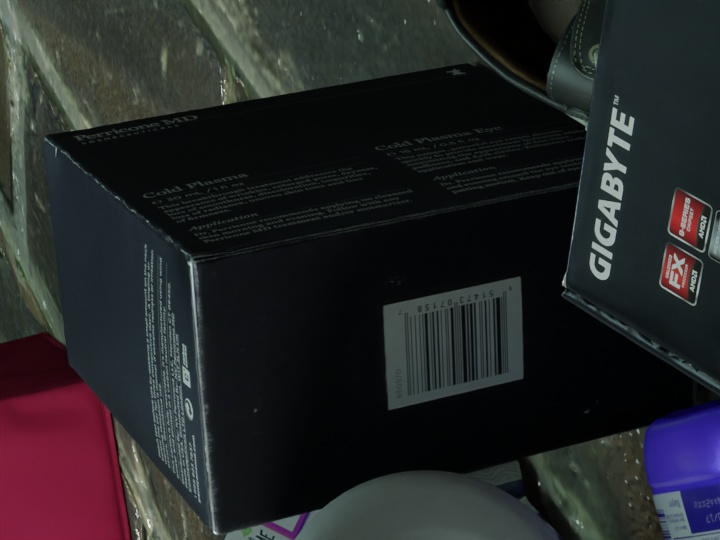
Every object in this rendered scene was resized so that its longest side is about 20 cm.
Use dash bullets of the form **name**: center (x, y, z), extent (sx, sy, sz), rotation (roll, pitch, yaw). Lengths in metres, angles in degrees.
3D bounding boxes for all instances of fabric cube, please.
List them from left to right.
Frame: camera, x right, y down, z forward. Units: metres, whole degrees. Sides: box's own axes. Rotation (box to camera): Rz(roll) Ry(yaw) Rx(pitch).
- **fabric cube**: center (-0.318, 0.182, 1.643), extent (0.200, 0.198, 0.198), rotation (-161, 62, -65)

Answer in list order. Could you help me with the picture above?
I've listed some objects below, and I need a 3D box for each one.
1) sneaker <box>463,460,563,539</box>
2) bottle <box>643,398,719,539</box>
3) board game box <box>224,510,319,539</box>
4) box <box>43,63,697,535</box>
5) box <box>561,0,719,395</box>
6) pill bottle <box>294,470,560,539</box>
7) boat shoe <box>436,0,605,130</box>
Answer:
- **sneaker**: center (0.057, 0.162, 0.889), extent (0.116, 0.080, 0.200), rotation (94, 160, -44)
- **bottle**: center (0.152, 0.138, 0.643), extent (0.083, 0.065, 0.201), rotation (150, 106, -68)
- **board game box**: center (-0.029, 0.107, 0.942), extent (0.200, 0.034, 0.135), rotation (102, -167, -74)
- **box**: center (0.000, 0.000, 0.761), extent (0.182, 0.199, 0.105), rotation (-143, 46, -60)
- **box**: center (0.139, -0.044, 0.539), extent (0.159, 0.046, 0.201), rotation (34, 135, 33)
- **pill bottle**: center (0.009, 0.153, 0.721), extent (0.200, 0.112, 0.113), rotation (114, 138, -66)
- **boat shoe**: center (0.097, -0.061, 0.669), extent (0.200, 0.067, 0.072), rotation (48, 144, 44)
